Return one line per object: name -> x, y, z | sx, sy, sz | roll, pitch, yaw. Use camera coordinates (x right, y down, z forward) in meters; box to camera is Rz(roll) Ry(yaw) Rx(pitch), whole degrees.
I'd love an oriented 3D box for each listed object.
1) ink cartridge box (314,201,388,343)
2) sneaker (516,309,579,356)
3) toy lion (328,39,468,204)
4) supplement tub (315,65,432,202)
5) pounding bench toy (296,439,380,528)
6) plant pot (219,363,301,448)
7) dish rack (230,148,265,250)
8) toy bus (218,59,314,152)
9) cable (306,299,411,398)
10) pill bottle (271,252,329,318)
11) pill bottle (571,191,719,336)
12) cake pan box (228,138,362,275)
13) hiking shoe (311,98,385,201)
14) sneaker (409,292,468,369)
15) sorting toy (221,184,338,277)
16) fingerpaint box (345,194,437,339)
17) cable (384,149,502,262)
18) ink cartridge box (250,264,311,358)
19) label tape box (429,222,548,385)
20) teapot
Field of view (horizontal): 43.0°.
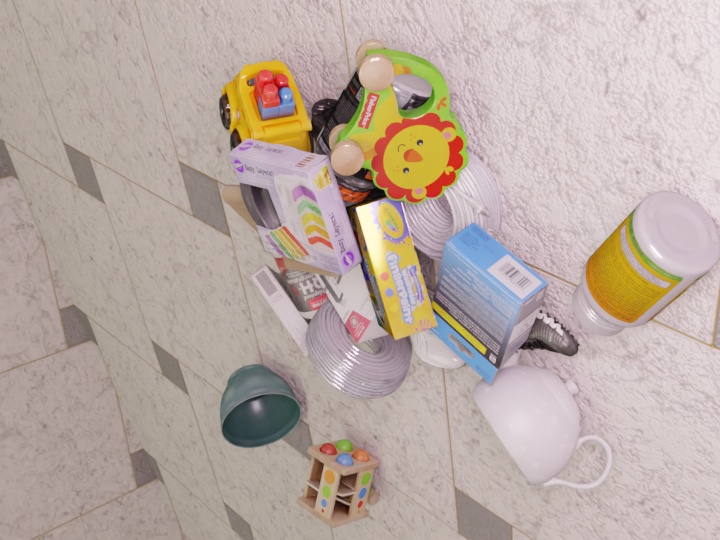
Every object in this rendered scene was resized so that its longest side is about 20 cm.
ink cartridge box -> 0.000, 0.000, 1.587 | 0.201, 0.084, 0.146 | 59, 140, 25
sneaker -> 0.237, 0.095, 1.382 | 0.199, 0.091, 0.066 | 31, 172, 39
toy lion -> 0.063, -0.189, 1.237 | 0.069, 0.189, 0.202 | -99, 25, -55
supplement tub -> 0.013, -0.207, 1.331 | 0.122, 0.122, 0.201 | 44, 121, 18
pounding bench toy -> -0.024, 0.472, 2.105 | 0.123, 0.199, 0.158 | 22, 105, 39
plant pot -> -0.256, 0.316, 2.232 | 0.202, 0.197, 0.135 | 91, 161, -45
dish rack -> -0.188, -0.147, 1.734 | 0.172, 0.043, 0.203 | -80, -28, -80
toy bus -> -0.154, -0.273, 1.499 | 0.193, 0.134, 0.202 | 103, 150, -60
cable -> 0.001, 0.135, 1.639 | 0.070, 0.198, 0.202 | -56, 39, 36
pill bottle -> -0.086, 0.023, 1.764 | 0.110, 0.110, 0.202 | 0, 119, 54
pill bottle -> 0.343, 0.002, 1.134 | 0.111, 0.111, 0.201 | 48, 148, 13
cake pan box -> -0.101, -0.098, 1.381 | 0.199, 0.052, 0.186 | 19, 136, 42
hiking shoe -> -0.019, -0.186, 1.523 | 0.202, 0.075, 0.101 | 59, 159, 12
sneaker -> 0.113, 0.090, 1.587 | 0.200, 0.074, 0.088 | 44, 143, 19
sorting toy -> -0.133, -0.074, 1.579 | 0.184, 0.037, 0.200 | 9, 145, 53
fingerpaint box -> 0.041, -0.009, 1.391 | 0.167, 0.072, 0.203 | -150, 43, -81
cable -> 0.123, -0.108, 1.387 | 0.201, 0.069, 0.200 | 53, 150, 8
ink cartridge box -> -0.138, 0.088, 1.873 | 0.201, 0.044, 0.176 | 54, 180, 9
label tape box -> 0.178, 0.050, 1.327 | 0.144, 0.063, 0.201 | 42, 148, 25
teapot -> 0.277, 0.224, 1.418 | 0.201, 0.145, 0.198 | 54, -177, -31
